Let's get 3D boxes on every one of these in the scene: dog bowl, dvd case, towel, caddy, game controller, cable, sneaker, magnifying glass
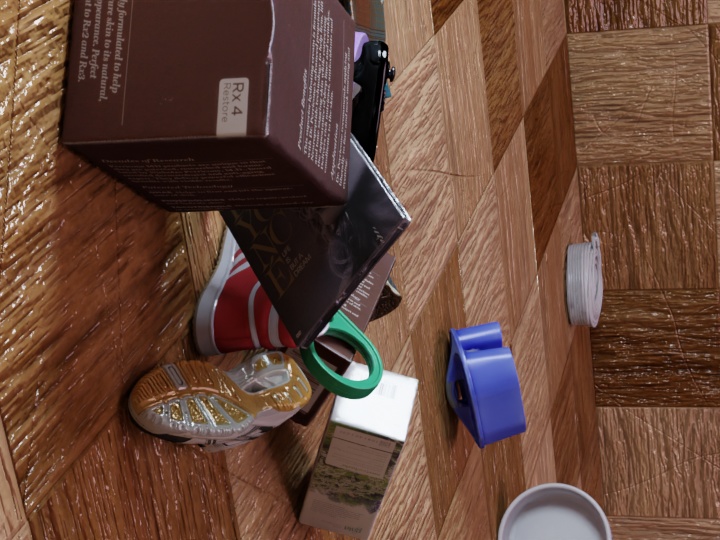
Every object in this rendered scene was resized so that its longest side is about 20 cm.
[{"bbox_3d":[0.345,0.481,2.548,0.079,0.198,0.202,51,41,-67],"label":"dog bowl"},{"bbox_3d":[-0.050,-0.057,1.228,0.016,0.149,0.201,14,34,-45],"label":"dvd case"},{"bbox_3d":[0.007,-0.308,1.781,0.147,0.021,0.202,-22,110,-73],"label":"towel"},{"bbox_3d":[0.180,0.174,2.194,0.142,0.104,0.201,-109,-175,-55],"label":"caddy"},{"bbox_3d":[0.009,-0.152,1.297,0.200,0.042,0.105,-89,178,-80],"label":"game controller"},{"bbox_3d":[0.528,0.034,3.424,0.201,0.069,0.201,-71,155,-47],"label":"cable"},{"bbox_3d":[-0.075,0.001,1.326,0.201,0.111,0.072,-75,156,-45],"label":"sneaker"},{"bbox_3d":[-0.039,0.040,1.362,0.079,0.022,0.201,5,45,-37],"label":"magnifying glass"},{"bbox_3d":[-0.126,0.125,1.215,0.199,0.088,0.076,0,53,-53],"label":"sneaker"},{"bbox_3d":[0.000,0.000,1.653,0.200,0.067,0.091,73,-5,-78],"label":"sneaker"}]

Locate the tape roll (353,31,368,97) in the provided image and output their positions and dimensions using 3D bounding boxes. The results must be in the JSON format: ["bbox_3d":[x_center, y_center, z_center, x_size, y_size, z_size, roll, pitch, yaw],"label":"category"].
[{"bbox_3d":[-0.036,-0.144,1.472,0.200,0.065,0.202,7,90,-84],"label":"tape roll"}]

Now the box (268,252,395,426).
[{"bbox_3d":[-0.035,0.052,1.455,0.100,0.075,0.200,-56,-177,32],"label":"box"}]

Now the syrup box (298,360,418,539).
[{"bbox_3d":[-0.004,0.189,1.487,0.201,0.078,0.082,106,-1,-50],"label":"syrup box"}]

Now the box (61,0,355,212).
[{"bbox_3d":[-0.110,-0.150,1.130,0.200,0.163,0.168,37,54,-69],"label":"box"}]
